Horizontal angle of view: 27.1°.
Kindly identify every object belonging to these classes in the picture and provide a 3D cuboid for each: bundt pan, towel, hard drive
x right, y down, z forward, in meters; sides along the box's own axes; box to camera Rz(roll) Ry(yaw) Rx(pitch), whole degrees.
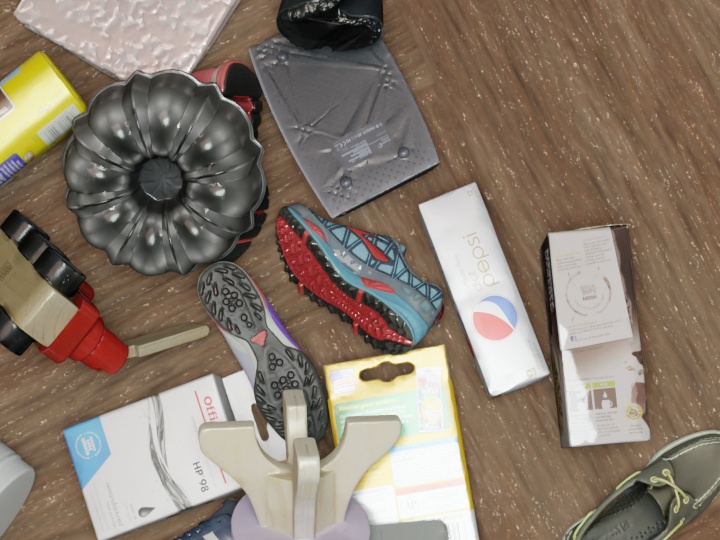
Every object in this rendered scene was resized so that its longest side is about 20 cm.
[{"bbox_3d":[-0.188,-0.084,1.408,0.199,0.076,0.205,-1,106,-2],"label":"bundt pan"},{"bbox_3d":[-0.228,-0.292,1.543,0.199,0.032,0.192,31,86,6],"label":"towel"},{"bbox_3d":[-0.016,-0.161,1.500,0.134,0.042,0.202,-27,75,-1],"label":"hard drive"}]

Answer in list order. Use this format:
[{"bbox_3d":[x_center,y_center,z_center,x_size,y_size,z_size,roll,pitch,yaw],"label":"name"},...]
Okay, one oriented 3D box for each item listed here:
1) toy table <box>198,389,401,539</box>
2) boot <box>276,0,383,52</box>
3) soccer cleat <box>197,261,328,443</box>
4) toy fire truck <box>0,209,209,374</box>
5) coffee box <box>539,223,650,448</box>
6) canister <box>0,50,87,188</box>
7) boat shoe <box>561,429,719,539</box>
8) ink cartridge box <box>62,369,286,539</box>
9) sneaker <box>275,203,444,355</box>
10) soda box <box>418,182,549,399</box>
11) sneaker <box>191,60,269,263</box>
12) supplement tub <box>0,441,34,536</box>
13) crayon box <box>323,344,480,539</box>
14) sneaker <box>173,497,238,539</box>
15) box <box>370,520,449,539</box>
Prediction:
[{"bbox_3d":[-0.053,0.192,1.349,0.182,0.200,0.119,-5,105,-18],"label":"toy table"},{"bbox_3d":[-0.065,-0.303,1.474,0.198,0.077,0.170,13,52,-4],"label":"boot"},{"bbox_3d":[-0.091,0.080,1.472,0.068,0.073,0.201,-32,89,2],"label":"soccer cleat"},{"bbox_3d":[-0.268,0.039,1.463,0.129,0.176,0.200,-50,125,-4],"label":"toy fire truck"},{"bbox_3d":[0.223,0.065,1.431,0.079,0.113,0.203,-6,83,3],"label":"coffee box"},{"bbox_3d":[-0.366,-0.124,1.474,0.199,0.149,0.087,-39,99,-4],"label":"canister"},{"bbox_3d":[0.281,0.225,1.434,0.201,0.060,0.072,-36,83,-1],"label":"boat shoe"},{"bbox_3d":[-0.176,0.175,1.464,0.198,0.067,0.117,-21,82,1],"label":"ink cartridge box"},{"bbox_3d":[0.000,0.000,1.484,0.200,0.080,0.095,42,50,19],"label":"sneaker"},{"bbox_3d":[0.119,0.022,1.465,0.063,0.068,0.202,-21,82,0],"label":"soda box"},{"bbox_3d":[-0.145,-0.107,1.508,0.086,0.073,0.203,3,92,38],"label":"sneaker"},{"bbox_3d":[-0.431,0.185,1.447,0.199,0.132,0.133,34,86,8],"label":"supplement tub"},{"bbox_3d":[0.040,0.183,1.459,0.124,0.052,0.203,-9,83,2],"label":"crayon box"},{"bbox_3d":[-0.151,0.264,1.452,0.197,0.075,0.086,-1,84,-7],"label":"sneaker"},{"bbox_3d":[-0.004,0.351,1.338,0.197,0.199,0.174,-4,109,-1],"label":"box"}]
